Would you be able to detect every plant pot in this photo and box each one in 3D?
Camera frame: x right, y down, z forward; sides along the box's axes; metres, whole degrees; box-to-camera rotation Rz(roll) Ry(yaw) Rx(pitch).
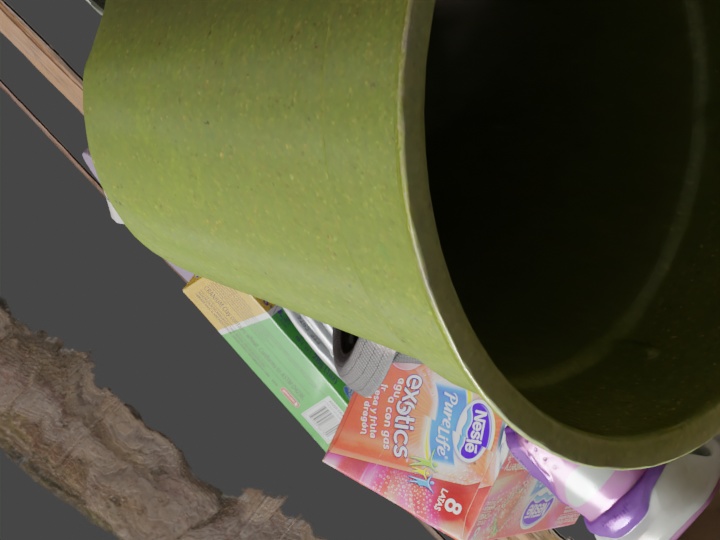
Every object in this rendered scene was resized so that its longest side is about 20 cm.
[{"bbox_3d":[0.017,-0.054,0.609,0.189,0.201,0.200,7,144,46],"label":"plant pot"}]

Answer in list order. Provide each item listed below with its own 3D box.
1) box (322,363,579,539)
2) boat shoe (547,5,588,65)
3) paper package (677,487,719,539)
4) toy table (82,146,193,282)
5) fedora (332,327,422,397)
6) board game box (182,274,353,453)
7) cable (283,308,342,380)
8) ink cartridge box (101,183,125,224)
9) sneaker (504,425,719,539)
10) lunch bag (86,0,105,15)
[{"bbox_3d":[0.076,0.091,1.169,0.102,0.095,0.200,28,-172,22],"label":"box"},{"bbox_3d":[0.100,-0.067,0.759,0.069,0.074,0.200,55,175,36],"label":"boat shoe"},{"bbox_3d":[0.229,0.158,0.854,0.190,0.104,0.200,13,150,39],"label":"paper package"},{"bbox_3d":[-0.129,-0.073,1.591,0.184,0.117,0.200,44,171,13],"label":"toy table"},{"bbox_3d":[0.047,-0.019,1.024,0.090,0.178,0.200,15,-159,-9],"label":"fedora"},{"bbox_3d":[-0.031,0.012,1.382,0.153,0.040,0.200,49,-150,-14],"label":"board game box"},{"bbox_3d":[0.000,0.000,1.286,0.201,0.069,0.200,59,-168,24],"label":"cable"},{"bbox_3d":[-0.112,-0.112,1.231,0.084,0.146,0.200,7,171,-3],"label":"ink cartridge box"},{"bbox_3d":[0.106,0.033,0.840,0.088,0.081,0.201,30,-145,-7],"label":"sneaker"},{"bbox_3d":[-0.062,-0.190,0.656,0.117,0.164,0.200,41,168,24],"label":"lunch bag"}]
